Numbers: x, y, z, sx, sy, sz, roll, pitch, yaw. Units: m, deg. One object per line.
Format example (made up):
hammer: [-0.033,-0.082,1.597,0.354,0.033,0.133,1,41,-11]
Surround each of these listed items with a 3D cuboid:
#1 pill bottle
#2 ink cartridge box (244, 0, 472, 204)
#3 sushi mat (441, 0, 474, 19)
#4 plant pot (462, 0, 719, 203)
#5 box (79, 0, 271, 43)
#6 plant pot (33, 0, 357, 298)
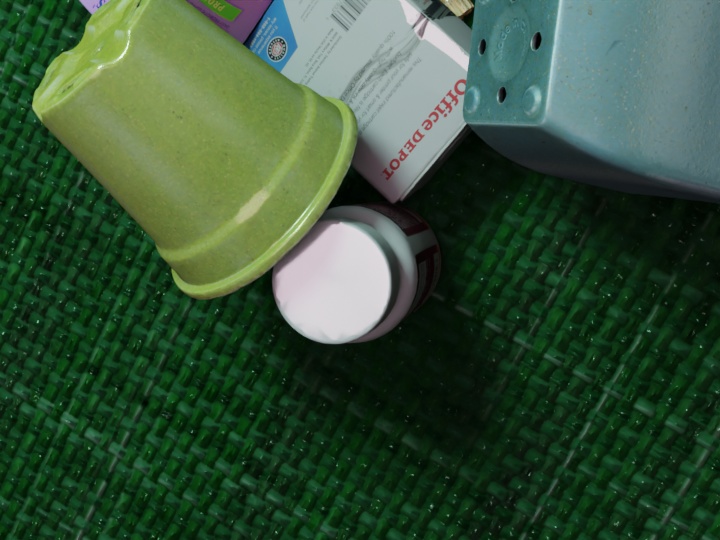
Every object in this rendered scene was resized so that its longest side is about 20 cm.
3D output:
pill bottle: [0.000,0.000,0.822,0.114,0.200,0.115,1,96,13]
ink cartridge box: [0.016,-0.181,0.846,0.200,0.084,0.145,45,118,6]
sushi mat: [0.010,-0.291,0.887,0.096,0.012,0.200,-37,87,14]
plant pot: [0.192,-0.158,0.723,0.199,0.196,0.197,3,98,-24]
box: [-0.153,-0.292,0.846,0.200,0.097,0.176,-53,52,13]
plant pot: [-0.137,-0.112,0.735,0.200,0.201,0.184,-40,122,14]
